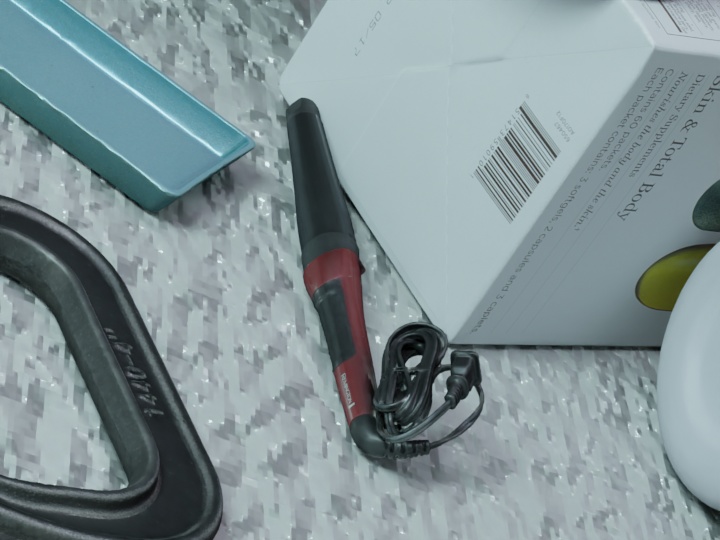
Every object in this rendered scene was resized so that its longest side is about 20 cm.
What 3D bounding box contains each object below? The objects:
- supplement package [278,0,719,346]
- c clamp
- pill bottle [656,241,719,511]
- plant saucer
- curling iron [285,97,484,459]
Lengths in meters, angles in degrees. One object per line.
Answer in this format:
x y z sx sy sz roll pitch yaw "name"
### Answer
0.108 -0.073 1.078 0.199 0.152 0.151 2 43 -41 "supplement package"
-0.132 0.020 0.853 0.170 0.027 0.200 9 34 -42 "c clamp"
0.221 0.053 1.037 0.199 0.112 0.112 14 34 -28 "pill bottle"
-0.134 -0.090 1.018 0.200 0.019 0.070 37 30 8 "plant saucer"
0.000 0.000 0.993 0.049 0.026 0.200 -17 39 -5 "curling iron"
